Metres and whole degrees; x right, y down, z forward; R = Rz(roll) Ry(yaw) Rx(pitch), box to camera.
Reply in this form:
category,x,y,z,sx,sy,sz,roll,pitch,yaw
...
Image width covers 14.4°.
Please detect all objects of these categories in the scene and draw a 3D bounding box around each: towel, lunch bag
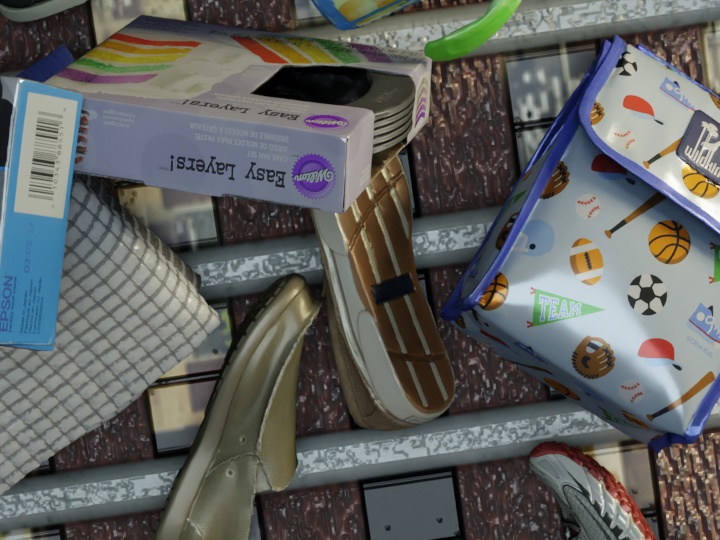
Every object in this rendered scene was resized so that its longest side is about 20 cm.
category,x,y,z,sx,sy,sz,roll,pitch,yaw
towel,-0.207,0.033,1.690,0.200,0.086,0.166,-38,136,6
lunch bag,0.171,-0.019,1.713,0.169,0.124,0.201,33,80,-5

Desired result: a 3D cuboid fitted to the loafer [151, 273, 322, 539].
category,x,y,z,sx,sy,sz,roll,pitch,yaw
loafer,-0.065,0.097,1.742,0.067,0.076,0.201,24,104,-4

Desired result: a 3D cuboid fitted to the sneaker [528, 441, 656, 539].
category,x,y,z,sx,sy,sz,roll,pitch,yaw
sneaker,0.154,0.197,1.752,0.082,0.078,0.201,-28,95,3

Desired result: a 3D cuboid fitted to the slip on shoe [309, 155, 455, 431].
category,x,y,z,sx,sy,sz,roll,pitch,yaw
slip on shoe,0.000,0.000,1.737,0.060,0.076,0.201,-21,86,45

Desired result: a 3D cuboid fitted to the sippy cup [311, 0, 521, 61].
category,x,y,z,sx,sy,sz,roll,pitch,yaw
sippy cup,0.018,-0.214,1.687,0.130,0.178,0.140,-33,124,13

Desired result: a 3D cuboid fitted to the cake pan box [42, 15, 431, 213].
category,x,y,z,sx,sy,sz,roll,pitch,yaw
cake pan box,-0.068,-0.092,1.638,0.199,0.184,0.053,9,113,15

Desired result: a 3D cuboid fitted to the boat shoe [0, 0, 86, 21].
category,x,y,z,sx,sy,sz,roll,pitch,yaw
boat shoe,-0.141,-0.214,1.686,0.199,0.072,0.068,-22,135,11

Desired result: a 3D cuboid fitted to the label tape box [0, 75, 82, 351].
category,x,y,z,sx,sy,sz,roll,pitch,yaw
label tape box,-0.257,-0.038,1.579,0.199,0.063,0.145,6,89,31

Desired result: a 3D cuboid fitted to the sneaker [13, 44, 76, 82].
category,x,y,z,sx,sy,sz,roll,pitch,yaw
sneaker,-0.249,-0.064,1.688,0.199,0.081,0.115,-41,140,3
